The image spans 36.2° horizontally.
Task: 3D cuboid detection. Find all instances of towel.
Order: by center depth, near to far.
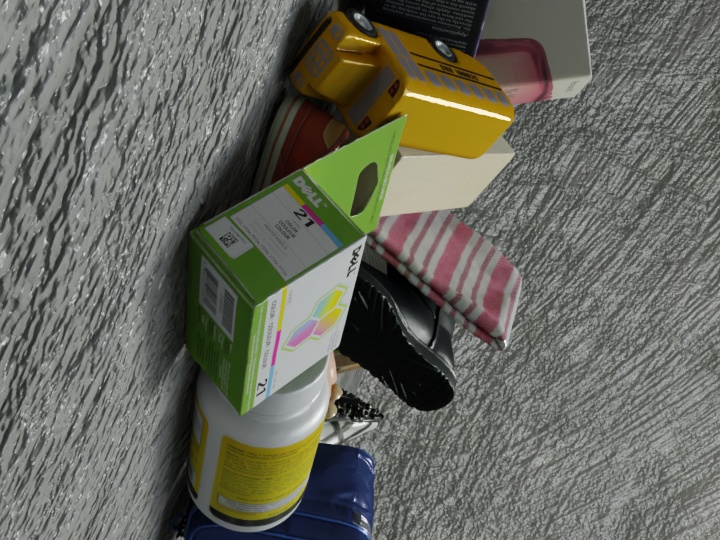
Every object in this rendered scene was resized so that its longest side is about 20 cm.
[{"bbox_3d":[0.069,-0.024,1.003,0.030,0.199,0.147,-47,-174,28],"label":"towel"}]

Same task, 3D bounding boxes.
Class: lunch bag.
[{"bbox_3d":[-0.085,0.251,1.064,0.134,0.196,0.137,-89,-170,-47],"label":"lunch bag"}]

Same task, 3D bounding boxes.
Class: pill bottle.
[{"bbox_3d":[-0.087,0.126,0.942,0.202,0.113,0.115,106,8,-47],"label":"pill bottle"}]

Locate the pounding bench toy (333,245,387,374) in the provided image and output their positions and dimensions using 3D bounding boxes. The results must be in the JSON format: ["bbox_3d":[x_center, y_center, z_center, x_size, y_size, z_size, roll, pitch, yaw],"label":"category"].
[{"bbox_3d":[0.000,0.000,1.194,0.156,0.122,0.204,127,-49,-80],"label":"pounding bench toy"}]

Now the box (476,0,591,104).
[{"bbox_3d":[0.126,-0.228,1.124,0.128,0.196,0.111,1,83,-87],"label":"box"}]

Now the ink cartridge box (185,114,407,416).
[{"bbox_3d":[-0.028,-0.007,0.810,0.199,0.076,0.149,-32,156,-28],"label":"ink cartridge box"}]

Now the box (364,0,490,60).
[{"bbox_3d":[0.066,-0.264,0.948,0.201,0.102,0.150,96,8,-69],"label":"box"}]

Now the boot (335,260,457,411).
[{"bbox_3d":[0.026,0.010,1.017,0.076,0.200,0.170,-28,-147,29],"label":"boot"}]

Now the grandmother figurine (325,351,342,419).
[{"bbox_3d":[-0.050,0.036,1.016,0.122,0.059,0.204,-91,177,-69],"label":"grandmother figurine"}]

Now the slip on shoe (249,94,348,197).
[{"bbox_3d":[-0.057,-0.043,0.887,0.074,0.060,0.202,-63,174,-55],"label":"slip on shoe"}]

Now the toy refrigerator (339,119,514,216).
[{"bbox_3d":[0.050,-0.102,0.979,0.076,0.070,0.199,-48,160,30],"label":"toy refrigerator"}]

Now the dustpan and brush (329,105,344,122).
[{"bbox_3d":[-0.030,-0.111,0.996,0.141,0.057,0.200,-60,-177,12],"label":"dustpan and brush"}]

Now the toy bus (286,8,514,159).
[{"bbox_3d":[0.035,-0.142,0.868,0.065,0.079,0.198,-44,153,29],"label":"toy bus"}]

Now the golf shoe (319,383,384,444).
[{"bbox_3d":[-0.055,0.183,1.227,0.198,0.077,0.096,3,111,-49],"label":"golf shoe"}]
